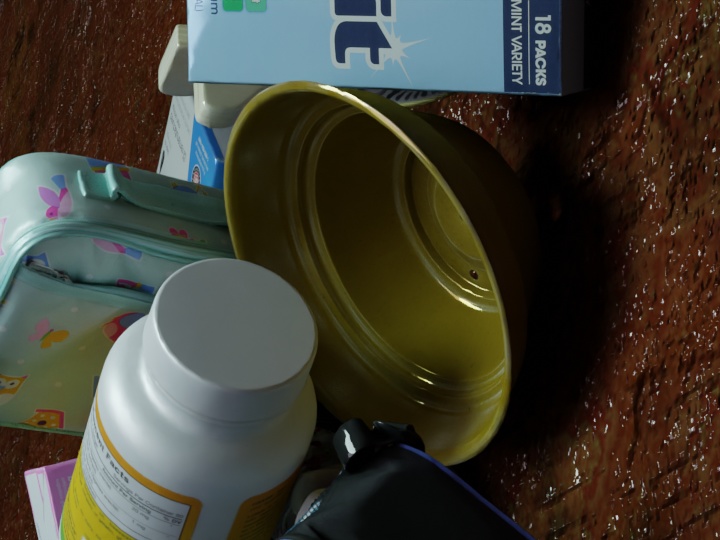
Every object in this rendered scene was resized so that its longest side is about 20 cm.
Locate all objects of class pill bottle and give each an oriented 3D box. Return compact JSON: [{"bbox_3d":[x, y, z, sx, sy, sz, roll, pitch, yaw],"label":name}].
[{"bbox_3d":[-0.085,0.088,1.084,0.201,0.110,0.112,113,155,-47],"label":"pill bottle"}]

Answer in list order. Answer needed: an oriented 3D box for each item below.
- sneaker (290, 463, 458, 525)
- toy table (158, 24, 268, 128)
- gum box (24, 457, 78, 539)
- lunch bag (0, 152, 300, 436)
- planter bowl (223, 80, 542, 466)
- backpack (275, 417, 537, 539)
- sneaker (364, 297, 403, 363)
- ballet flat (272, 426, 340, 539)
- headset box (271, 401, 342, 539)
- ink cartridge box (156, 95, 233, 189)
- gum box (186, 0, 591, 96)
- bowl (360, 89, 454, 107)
[{"bbox_3d":[0.023,0.149,1.039,0.200,0.099,0.075,-139,59,-65],"label":"sneaker"},{"bbox_3d":[-0.046,-0.159,1.298,0.201,0.116,0.184,-101,25,-42],"label":"toy table"},{"bbox_3d":[-0.139,0.215,1.395,0.066,0.113,0.201,159,98,-68],"label":"gum box"},{"bbox_3d":[-0.124,0.018,1.141,0.161,0.199,0.077,-52,40,37],"label":"lunch bag"},{"bbox_3d":[0.028,-0.013,1.039,0.200,0.083,0.201,32,137,35],"label":"planter bowl"},{"bbox_3d":[0.015,0.202,0.900,0.147,0.183,0.201,-42,-19,-40],"label":"backpack"},{"bbox_3d":[0.000,0.000,1.187,0.090,0.069,0.201,118,149,-42],"label":"sneaker"},{"bbox_3d":[-0.007,0.164,1.138,0.064,0.075,0.201,61,-172,-61],"label":"ballet flat"},{"bbox_3d":[-0.044,0.067,1.288,0.149,0.077,0.202,175,101,-70],"label":"headset box"},{"bbox_3d":[-0.093,-0.013,1.441,0.146,0.084,0.201,-118,38,-57],"label":"ink cartridge box"},{"bbox_3d":[0.011,-0.172,1.009,0.044,0.199,0.171,-21,-67,-62],"label":"gum box"},{"bbox_3d":[0.028,-0.186,1.075,0.199,0.094,0.202,6,103,27],"label":"bowl"}]
